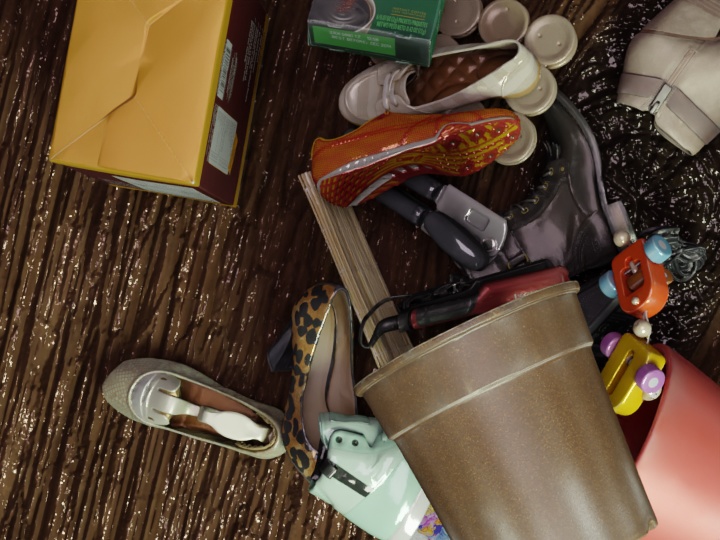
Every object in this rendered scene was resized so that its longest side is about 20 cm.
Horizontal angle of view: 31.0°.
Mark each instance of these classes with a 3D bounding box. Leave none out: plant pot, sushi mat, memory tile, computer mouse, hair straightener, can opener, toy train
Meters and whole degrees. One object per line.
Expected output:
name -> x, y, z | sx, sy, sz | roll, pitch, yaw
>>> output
plant pot -> 0.295, 0.194, 1.159 | 0.176, 0.200, 0.202 | 28, 89, -5
sushi mat -> 0.000, 0.000, 1.232 | 0.012, 0.096, 0.201 | -25, 85, 19
memory tile -> 0.097, -0.195, 1.249 | 0.199, 0.017, 0.155 | 21, 88, 22
computer mouse -> 0.227, 0.030, 1.210 | 0.200, 0.138, 0.053 | -48, 62, 13
hair straightener -> 0.090, 0.031, 1.189 | 0.198, 0.077, 0.041 | -19, 106, -9
plant pot -> 0.123, 0.141, 1.021 | 0.199, 0.200, 0.200 | -25, 79, 3
can opener -> 0.053, -0.071, 1.225 | 0.199, 0.066, 0.053 | 36, 103, 25
toy train -> 0.213, 0.068, 1.124 | 0.055, 0.151, 0.200 | 19, 133, -29

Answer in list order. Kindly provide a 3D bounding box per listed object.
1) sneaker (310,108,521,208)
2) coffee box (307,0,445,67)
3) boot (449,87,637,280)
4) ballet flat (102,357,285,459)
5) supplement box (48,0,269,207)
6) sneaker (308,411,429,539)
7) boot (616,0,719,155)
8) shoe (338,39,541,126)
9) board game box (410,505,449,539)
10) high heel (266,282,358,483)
sneaker -> 0.049, -0.122, 1.191 | 0.198, 0.073, 0.078 | -12, 54, -4
coffee box -> 0.028, -0.293, 1.232 | 0.122, 0.044, 0.201 | 12, 63, 7
boot -> 0.158, -0.058, 1.238 | 0.173, 0.069, 0.202 | -24, 78, 11
ballet flat -> -0.160, 0.130, 1.253 | 0.198, 0.062, 0.068 | 15, 88, 6
supplement box -> -0.178, -0.175, 1.202 | 0.131, 0.200, 0.199 | 10, 88, 5
sneaker -> 0.030, 0.129, 1.146 | 0.118, 0.074, 0.202 | 28, 81, -9
boot -> 0.348, -0.176, 1.232 | 0.199, 0.070, 0.147 | 31, 96, 7
shoe -> 0.068, -0.181, 1.219 | 0.198, 0.053, 0.071 | -10, 77, 18
board game box -> 0.091, 0.199, 1.179 | 0.135, 0.045, 0.200 | -54, 44, 0
high heel -> -0.020, 0.117, 1.185 | 0.071, 0.143, 0.201 | -10, 62, -34
